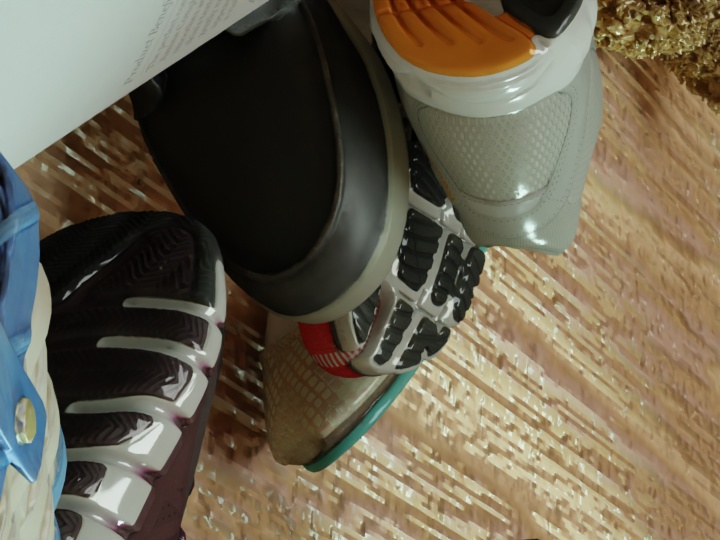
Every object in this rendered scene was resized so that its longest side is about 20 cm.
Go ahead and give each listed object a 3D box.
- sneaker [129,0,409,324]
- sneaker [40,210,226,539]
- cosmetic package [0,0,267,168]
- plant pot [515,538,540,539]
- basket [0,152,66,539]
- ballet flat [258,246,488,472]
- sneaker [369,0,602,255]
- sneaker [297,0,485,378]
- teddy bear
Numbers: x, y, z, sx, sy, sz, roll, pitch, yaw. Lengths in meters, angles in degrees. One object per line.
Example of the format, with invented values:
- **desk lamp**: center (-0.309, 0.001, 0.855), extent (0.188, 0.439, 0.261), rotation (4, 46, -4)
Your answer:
- **sneaker**: center (-0.061, -0.078, 0.805), extent (0.106, 0.075, 0.200), rotation (18, 43, -55)
- **sneaker**: center (-0.077, 0.086, 0.768), extent (0.116, 0.076, 0.200), rotation (73, 29, -44)
- **cosmetic package**: center (-0.084, -0.079, 0.671), extent (0.074, 0.102, 0.200), rotation (44, 48, 12)
- **plant pot**: center (0.046, 0.191, 0.847), extent (0.198, 0.200, 0.200), rotation (-63, 138, -60)
- **basket**: center (-0.144, 0.025, 0.525), extent (0.200, 0.176, 0.139), rotation (71, 21, -64)
- **ballet flat**: center (0.000, 0.000, 0.959), extent (0.062, 0.067, 0.200), rotation (47, 29, -5)
- **sneaker**: center (0.038, -0.079, 0.857), extent (0.200, 0.076, 0.092), rotation (-81, 164, -54)
- **sneaker**: center (-0.016, -0.048, 0.889), extent (0.077, 0.085, 0.200), rotation (39, 37, -48)
- **teddy bear**: center (0.124, -0.147, 1.244), extent (0.200, 0.067, 0.145), rotation (25, 51, -52)
